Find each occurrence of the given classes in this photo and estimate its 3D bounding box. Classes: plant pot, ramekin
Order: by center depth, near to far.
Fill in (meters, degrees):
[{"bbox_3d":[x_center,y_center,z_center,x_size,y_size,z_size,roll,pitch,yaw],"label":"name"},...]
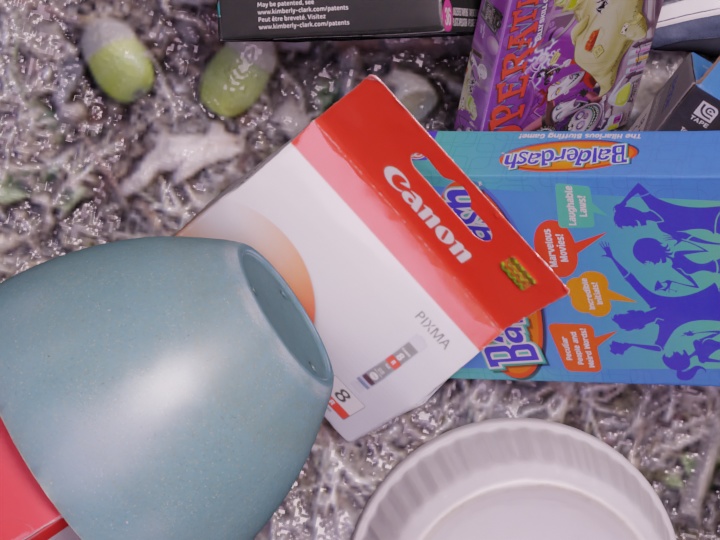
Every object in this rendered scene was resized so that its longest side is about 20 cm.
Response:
[{"bbox_3d":[-0.094,0.060,1.253,0.135,0.200,0.200,-32,96,11],"label":"plant pot"},{"bbox_3d":[0.092,0.190,1.338,0.202,0.094,0.203,0,96,-3],"label":"ramekin"}]

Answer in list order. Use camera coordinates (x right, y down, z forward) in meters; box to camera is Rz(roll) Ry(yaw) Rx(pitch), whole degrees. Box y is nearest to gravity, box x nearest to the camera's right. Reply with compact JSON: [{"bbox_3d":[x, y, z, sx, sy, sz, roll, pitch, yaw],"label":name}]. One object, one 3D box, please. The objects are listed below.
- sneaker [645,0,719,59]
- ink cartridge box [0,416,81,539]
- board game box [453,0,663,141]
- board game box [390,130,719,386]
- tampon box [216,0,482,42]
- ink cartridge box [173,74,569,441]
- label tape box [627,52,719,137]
[{"bbox_3d":[0.258,-0.095,1.329,0.202,0.077,0.147,-2,93,-4],"label":"sneaker"},{"bbox_3d":[-0.196,0.109,1.249,0.067,0.200,0.116,-31,75,0],"label":"ink cartridge box"},{"bbox_3d":[0.116,-0.146,1.259,0.120,0.032,0.200,-17,140,-26],"label":"board game box"},{"bbox_3d":[0.128,-0.006,1.278,0.200,0.045,0.152,1,131,19],"label":"board game box"},{"bbox_3d":[-0.002,-0.226,1.254,0.126,0.150,0.201,-1,96,14],"label":"tampon box"},{"bbox_3d":[0.000,0.000,1.273,0.162,0.200,0.050,48,56,-6],"label":"ink cartridge box"},{"bbox_3d":[0.222,-0.047,1.283,0.144,0.063,0.200,30,135,-5],"label":"label tape box"}]
